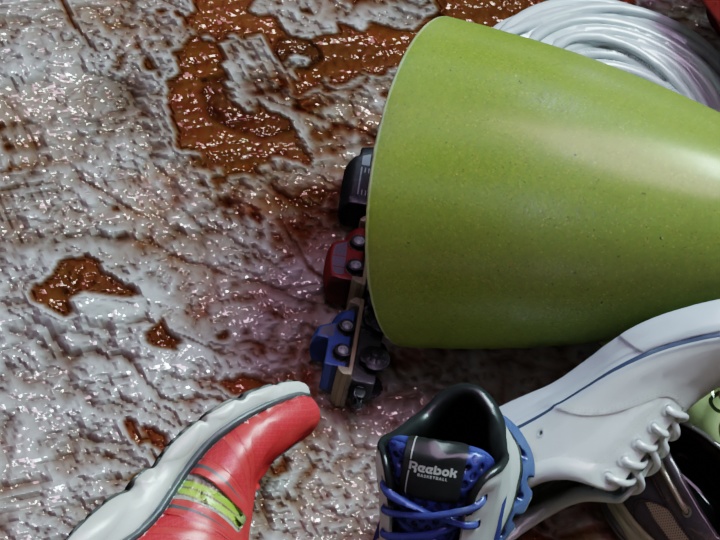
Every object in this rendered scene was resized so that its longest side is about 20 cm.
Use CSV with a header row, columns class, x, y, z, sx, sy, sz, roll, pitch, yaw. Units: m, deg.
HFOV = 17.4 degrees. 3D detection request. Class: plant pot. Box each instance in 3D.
class,x,y,z,sx,sy,sz,roll,pitch,yaw
plant pot,0.128,-0.035,1.294,0.198,0.188,0.188,9,42,20

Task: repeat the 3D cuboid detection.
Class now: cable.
class,x,y,z,sx,sy,sz,roll,pitch,yaw
cable,0.157,-0.087,1.478,0.200,0.069,0.200,38,47,16

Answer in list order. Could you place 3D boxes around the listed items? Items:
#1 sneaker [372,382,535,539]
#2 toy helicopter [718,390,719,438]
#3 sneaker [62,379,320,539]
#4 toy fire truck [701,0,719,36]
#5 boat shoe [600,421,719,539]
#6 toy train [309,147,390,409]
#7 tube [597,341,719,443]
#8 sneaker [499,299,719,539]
class,x,y,z,sx,sy,sz,roll,pitch,yaw
sneaker,0.030,0.139,1.159,0.080,0.115,0.201,9,64,16
toy helicopter,0.245,0.067,1.300,0.133,0.079,0.200,51,31,13
sneaker,-0.082,0.136,1.200,0.085,0.077,0.200,43,56,7
toy fire truck,0.269,-0.176,1.525,0.167,0.112,0.201,16,37,-44
boat shoe,0.217,0.157,1.268,0.200,0.074,0.074,38,48,17
toy train,0.000,0.000,1.367,0.045,0.034,0.201,11,46,-4
tube,0.206,0.077,1.358,0.058,0.052,0.200,-39,72,-8
sneaker,0.138,0.086,1.255,0.073,0.199,0.071,29,34,-54
